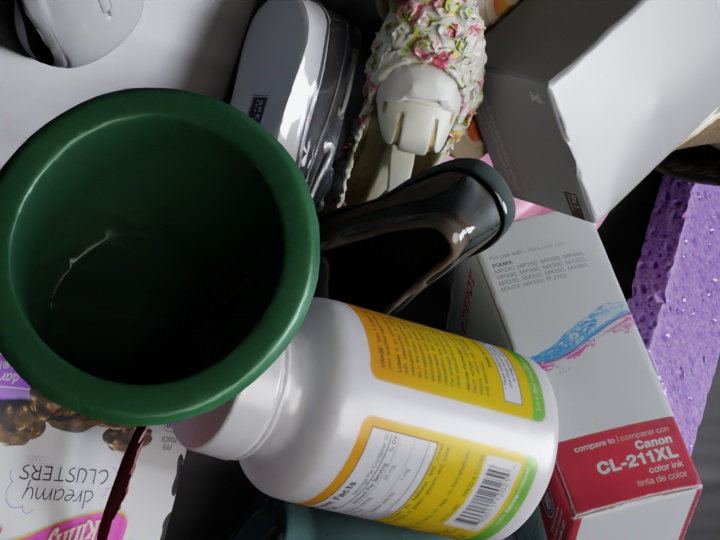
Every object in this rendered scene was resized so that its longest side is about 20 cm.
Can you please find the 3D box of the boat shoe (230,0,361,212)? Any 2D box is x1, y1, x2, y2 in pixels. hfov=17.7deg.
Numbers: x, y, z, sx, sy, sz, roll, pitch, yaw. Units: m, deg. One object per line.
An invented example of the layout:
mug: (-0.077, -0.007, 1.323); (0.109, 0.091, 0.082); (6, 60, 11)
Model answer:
boat shoe: (-0.047, -0.054, 1.319); (0.068, 0.071, 0.201); (19, 84, -44)

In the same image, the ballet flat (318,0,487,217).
ballet flat: (0.026, -0.072, 1.324); (0.075, 0.064, 0.201); (12, 130, -7)

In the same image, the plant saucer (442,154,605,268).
plant saucer: (0.094, -0.095, 1.449); (0.200, 0.051, 0.202); (-17, 116, -38)

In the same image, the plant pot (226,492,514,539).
plant pot: (-0.014, 0.206, 1.371); (0.134, 0.200, 0.201); (23, 88, -19)

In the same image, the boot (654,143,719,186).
boot: (0.299, -0.139, 1.546); (0.200, 0.181, 0.073); (-41, 111, -30)

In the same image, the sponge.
sponge: (0.217, 0.021, 1.564); (0.112, 0.030, 0.201); (64, 34, -38)

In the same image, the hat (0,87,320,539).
hat: (-0.120, 0.026, 1.197); (0.200, 0.165, 0.176); (-47, 173, -18)

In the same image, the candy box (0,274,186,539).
candy box: (-0.177, 0.095, 1.241); (0.167, 0.071, 0.201); (9, 98, -44)

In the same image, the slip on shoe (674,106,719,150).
slip on shoe: (0.222, -0.105, 1.463); (0.200, 0.076, 0.061); (-38, 118, -19)

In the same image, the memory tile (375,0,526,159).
memory tile: (0.097, -0.174, 1.377); (0.200, 0.017, 0.154); (-44, 130, -23)

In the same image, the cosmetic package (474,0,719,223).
cosmetic package: (0.160, -0.132, 1.381); (0.200, 0.090, 0.107); (-39, 127, -24)

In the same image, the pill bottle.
pill bottle: (0.000, 0.078, 1.264); (0.199, 0.111, 0.112); (16, 93, -31)

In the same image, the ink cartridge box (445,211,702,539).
ink cartridge box: (0.123, 0.085, 1.390); (0.082, 0.201, 0.146); (-13, 150, -11)

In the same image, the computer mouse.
computer mouse: (-0.138, -0.156, 1.146); (0.109, 0.044, 0.200); (-39, 159, -15)

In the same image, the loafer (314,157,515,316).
loafer: (0.000, 0.000, 1.302); (0.072, 0.200, 0.063); (51, 41, -6)
